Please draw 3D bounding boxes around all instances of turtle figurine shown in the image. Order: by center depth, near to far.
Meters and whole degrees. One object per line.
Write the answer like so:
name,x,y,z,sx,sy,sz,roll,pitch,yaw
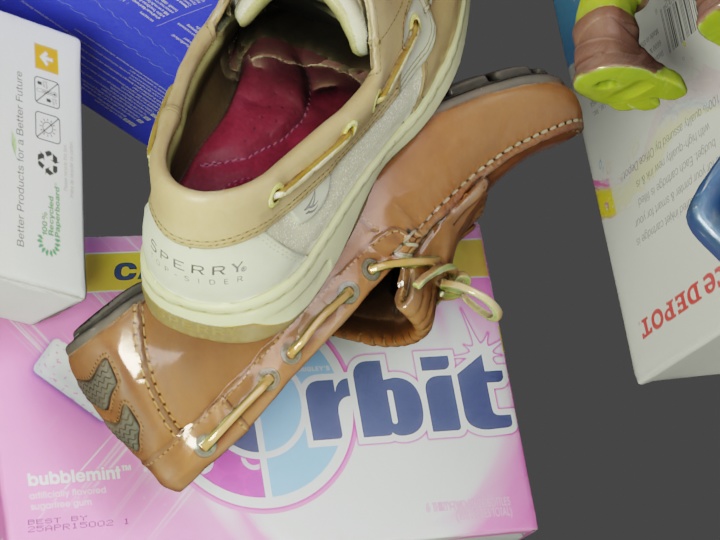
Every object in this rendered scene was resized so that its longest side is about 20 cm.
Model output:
turtle figurine,0.110,-0.146,0.894,0.064,0.200,0.161,41,37,-56

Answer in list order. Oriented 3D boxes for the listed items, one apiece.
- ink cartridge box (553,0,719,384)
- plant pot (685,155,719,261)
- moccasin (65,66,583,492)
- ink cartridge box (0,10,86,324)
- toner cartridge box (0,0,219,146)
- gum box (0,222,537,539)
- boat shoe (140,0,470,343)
ink cartridge box,0.171,-0.048,0.983,0.125,0.129,0.200,-4,73,-24
plant pot,0.237,-0.037,0.830,0.200,0.180,0.200,42,60,-6
moccasin,0.001,-0.001,0.844,0.201,0.074,0.078,-37,92,-33
ink cartridge box,-0.170,-0.051,0.777,0.200,0.037,0.095,18,59,-42
toner cartridge box,-0.097,-0.111,0.863,0.200,0.095,0.043,34,52,-44
gum box,-0.050,0.050,0.886,0.200,0.066,0.114,-3,72,-23
boat shoe,-0.013,-0.070,0.807,0.074,0.066,0.200,12,53,12
